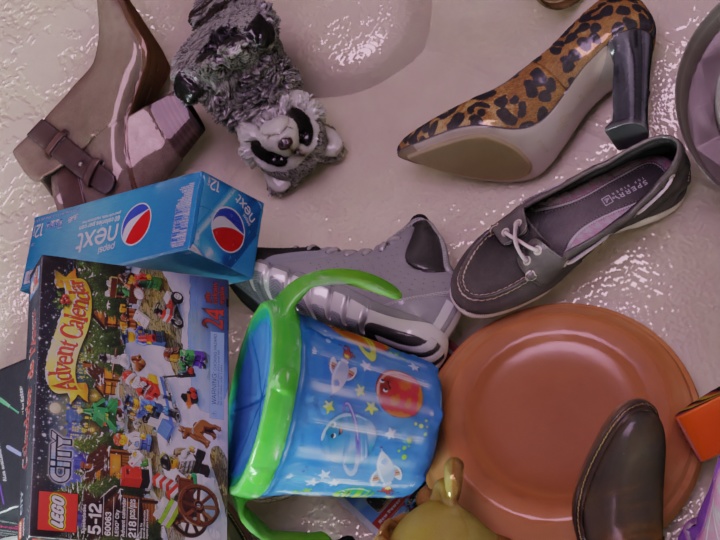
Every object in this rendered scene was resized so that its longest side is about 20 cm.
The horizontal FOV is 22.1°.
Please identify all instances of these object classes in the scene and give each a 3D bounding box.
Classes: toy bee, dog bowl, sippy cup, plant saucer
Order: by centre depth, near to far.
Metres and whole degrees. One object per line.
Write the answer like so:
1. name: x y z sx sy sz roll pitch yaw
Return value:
1. toy bee: 0.314 0.069 1.225 0.199 0.109 0.132 -6 98 28
2. sippy cup: -0.017 0.099 1.268 0.130 0.178 0.140 13 48 -14
3. plant saucer: 0.137 0.107 1.277 0.199 0.037 0.201 -6 59 10
4. dog bowl: 0.327 -0.119 1.311 0.199 0.059 0.201 -7 66 17

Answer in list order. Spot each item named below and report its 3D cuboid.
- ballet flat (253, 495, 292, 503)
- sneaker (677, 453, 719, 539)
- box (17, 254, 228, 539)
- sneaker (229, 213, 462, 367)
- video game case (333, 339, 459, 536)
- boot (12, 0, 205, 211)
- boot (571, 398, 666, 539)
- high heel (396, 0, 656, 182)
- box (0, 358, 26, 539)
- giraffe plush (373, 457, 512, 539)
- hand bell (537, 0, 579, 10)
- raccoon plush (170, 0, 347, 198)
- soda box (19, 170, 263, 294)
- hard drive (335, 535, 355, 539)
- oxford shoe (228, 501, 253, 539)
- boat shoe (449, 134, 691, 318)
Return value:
1. ballet flat: -0.120 0.120 1.384 0.200 0.046 0.068 23 92 32
2. sneaker: 0.242 0.165 1.182 0.088 0.080 0.201 0 101 37
3. box: -0.159 0.095 1.256 0.136 0.038 0.201 8 64 -22
4. sneaker: 0.000 0.000 1.381 0.199 0.075 0.116 21 62 27
5. video game case: 0.082 0.158 1.305 0.143 0.017 0.200 -48 62 -4
6. boot: -0.220 -0.132 1.509 0.146 0.070 0.200 -33 61 6
7. boot: 0.185 0.188 1.174 0.097 0.074 0.201 27 115 56
8. high heel: 0.127 -0.143 1.399 0.199 0.071 0.143 -8 53 21
9. box: -0.248 0.139 1.351 0.199 0.122 0.106 -21 70 20
10. giraffe plush: 0.062 0.220 1.185 0.172 0.200 0.162 -38 20 14
11. hand bell: 0.090 -0.281 1.463 0.200 0.104 0.104 25 78 39
12. raccoon plush: -0.070 -0.155 1.477 0.097 0.134 0.200 -27 28 24
13. soda box: -0.168 -0.017 1.400 0.200 0.068 0.064 -11 63 42
14. hard drive: -0.009 0.281 1.237 0.139 0.033 0.200 -20 56 -30
15. oxford shoe: -0.108 0.244 1.298 0.070 0.075 0.201 -30 58 26
16. boat shoe: 0.148 -0.038 1.317 0.200 0.057 0.067 -30 62 -11
